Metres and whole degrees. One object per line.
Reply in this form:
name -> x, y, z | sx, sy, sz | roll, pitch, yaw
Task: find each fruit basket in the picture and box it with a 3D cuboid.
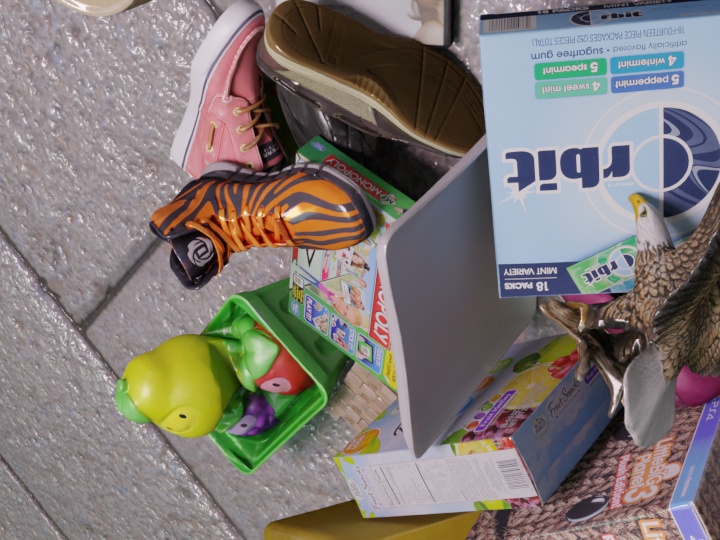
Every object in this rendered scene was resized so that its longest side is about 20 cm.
fruit basket -> -0.129, 0.114, 1.152 | 0.156, 0.215, 0.216 | 47, 137, 3

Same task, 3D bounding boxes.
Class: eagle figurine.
eagle figurine -> 0.220, 0.001, 0.769 | 0.199, 0.152, 0.152 | -32, 92, 27

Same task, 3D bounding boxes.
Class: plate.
plate -> 0.072, 0.006, 0.894 | 0.032, 0.200, 0.202 | 16, 133, 31

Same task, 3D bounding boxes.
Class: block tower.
block tower -> 0.034, 0.080, 1.096 | 0.058, 0.054, 0.201 | 43, 137, 10

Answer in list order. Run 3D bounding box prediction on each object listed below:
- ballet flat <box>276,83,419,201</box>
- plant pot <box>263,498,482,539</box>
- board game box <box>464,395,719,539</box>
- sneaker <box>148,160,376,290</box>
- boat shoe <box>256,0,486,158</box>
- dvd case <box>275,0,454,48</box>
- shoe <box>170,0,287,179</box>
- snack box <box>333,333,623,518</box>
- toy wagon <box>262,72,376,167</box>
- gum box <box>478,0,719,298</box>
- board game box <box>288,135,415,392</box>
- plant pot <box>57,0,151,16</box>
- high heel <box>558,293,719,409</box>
ballet flat -> -0.004, -0.093, 0.981 | 0.201, 0.057, 0.066 | 55, 154, -9
plant pot -> 0.047, 0.290, 1.026 | 0.176, 0.197, 0.203 | 140, 117, -70
board game box -> 0.204, 0.194, 0.926 | 0.198, 0.159, 0.098 | -21, 104, 34
sneaker -> -0.086, -0.027, 0.928 | 0.198, 0.112, 0.078 | 4, 126, 42
boat shoe -> 0.012, -0.143, 0.923 | 0.198, 0.074, 0.065 | 28, 157, -15
dvd case -> 0.000, -0.264, 0.878 | 0.140, 0.018, 0.203 | 6, 125, 12
shoe -> -0.096, -0.131, 0.998 | 0.091, 0.071, 0.201 | 41, 142, 8
snack box -> 0.101, 0.128, 0.986 | 0.198, 0.168, 0.068 | -18, 104, 45
toy wagon -> -0.072, -0.122, 1.061 | 0.199, 0.039, 0.157 | -18, 105, 46
gum box -> 0.172, -0.080, 0.824 | 0.167, 0.045, 0.203 | -3, 120, 9
board game box -> 0.000, 0.000, 0.988 | 0.134, 0.029, 0.202 | 36, 145, 23
plant pot -> -0.162, -0.281, 0.873 | 0.184, 0.201, 0.189 | 13, 136, 13
high heel -> 0.209, 0.015, 0.917 | 0.095, 0.067, 0.202 | -30, 93, 19
